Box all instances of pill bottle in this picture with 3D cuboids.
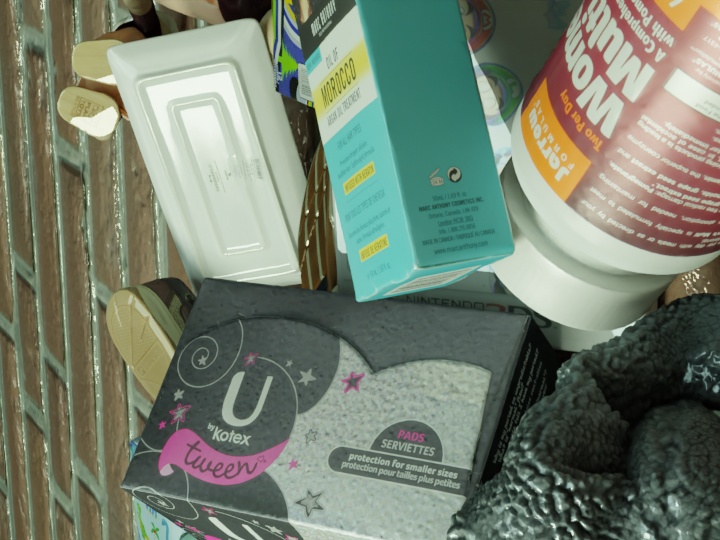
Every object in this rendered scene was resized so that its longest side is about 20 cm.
[{"bbox_3d":[0.129,-0.068,0.597,0.110,0.109,0.200,63,144,28],"label":"pill bottle"}]

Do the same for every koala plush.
[{"bbox_3d":[0.156,0.131,0.582,0.200,0.183,0.178,27,124,42],"label":"koala plush"}]

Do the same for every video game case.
[{"bbox_3d":[0.063,-0.062,0.743,0.182,0.024,0.201,5,105,33],"label":"video game case"}]

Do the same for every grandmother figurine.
[{"bbox_3d":[-0.082,-0.182,1.002,0.200,0.061,0.121,38,173,44],"label":"grandmother figurine"},{"bbox_3d":[-0.177,-0.157,1.107,0.121,0.060,0.200,-59,6,21],"label":"grandmother figurine"}]

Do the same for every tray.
[{"bbox_3d":[-0.093,-0.066,0.983,0.022,0.107,0.200,-80,-23,-58],"label":"tray"}]

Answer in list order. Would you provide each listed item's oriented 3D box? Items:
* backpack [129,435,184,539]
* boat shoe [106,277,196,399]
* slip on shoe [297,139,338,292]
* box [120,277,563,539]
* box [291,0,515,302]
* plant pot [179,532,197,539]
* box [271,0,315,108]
[{"bbox_3d":[-0.109,0.199,1.135,0.163,0.153,0.201,41,121,59],"label":"backpack"},{"bbox_3d":[-0.096,0.089,0.998,0.200,0.065,0.072,54,139,7],"label":"boat shoe"},{"bbox_3d":[0.000,0.000,0.931,0.076,0.060,0.201,123,149,-54],"label":"slip on shoe"},{"bbox_3d":[-0.002,0.092,0.764,0.200,0.115,0.132,6,64,31],"label":"box"},{"bbox_3d":[0.011,-0.093,0.655,0.082,0.049,0.201,149,110,-68],"label":"box"},{"bbox_3d":[-0.053,0.212,0.893,0.134,0.200,0.200,53,146,12],"label":"plant pot"},{"bbox_3d":[-0.011,-0.202,0.868,0.064,0.070,0.201,31,126,56],"label":"box"}]
